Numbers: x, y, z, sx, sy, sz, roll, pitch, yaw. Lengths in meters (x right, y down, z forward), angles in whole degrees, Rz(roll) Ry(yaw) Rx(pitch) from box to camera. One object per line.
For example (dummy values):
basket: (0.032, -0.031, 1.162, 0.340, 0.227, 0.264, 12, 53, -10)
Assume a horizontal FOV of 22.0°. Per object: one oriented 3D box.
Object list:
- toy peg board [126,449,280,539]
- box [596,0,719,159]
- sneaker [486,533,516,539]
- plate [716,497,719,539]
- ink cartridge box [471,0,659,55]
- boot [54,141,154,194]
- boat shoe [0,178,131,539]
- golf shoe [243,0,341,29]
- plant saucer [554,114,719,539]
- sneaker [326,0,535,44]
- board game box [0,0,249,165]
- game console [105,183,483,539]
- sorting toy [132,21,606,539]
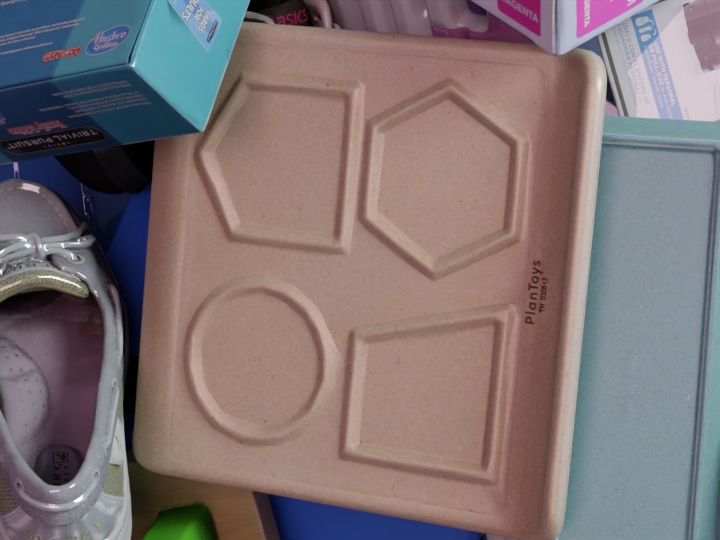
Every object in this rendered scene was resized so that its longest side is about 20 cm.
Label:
toy peg board: (-0.126, 0.194, 0.802, 0.198, 0.098, 0.201, -10, 105, 17)
box: (0.201, -0.097, 0.733, 0.198, 0.117, 0.061, -17, 83, 15)
sneaker: (0.089, 0.140, 0.763, 0.099, 0.074, 0.202, 31, 108, 40)
plate: (0.167, 0.184, 0.745, 0.199, 0.025, 0.203, 7, 99, 49)
ink cartridge box: (0.110, -0.161, 0.726, 0.199, 0.042, 0.119, -28, 46, -27)
boot: (-0.196, -0.089, 0.878, 0.162, 0.073, 0.200, -30, 73, 12)
boat shoe: (-0.131, 0.032, 0.768, 0.074, 0.065, 0.203, -4, 48, -10)
golf shoe: (-0.037, -0.065, 0.788, 0.201, 0.077, 0.088, 58, 142, 16)
plant saucer: (0.104, 0.043, 0.703, 0.069, 0.019, 0.203, 5, 95, 15)
sneaker: (0.017, -0.148, 0.817, 0.199, 0.081, 0.088, 18, 49, 35)
board game box: (-0.102, -0.143, 0.769, 0.150, 0.047, 0.202, -5, 57, 38)
game console: (-0.026, 0.065, 0.849, 0.198, 0.119, 0.172, 10, 60, 16)
sorting toy: (0.000, 0.000, 0.734, 0.198, 0.036, 0.187, 8, 96, 27)
